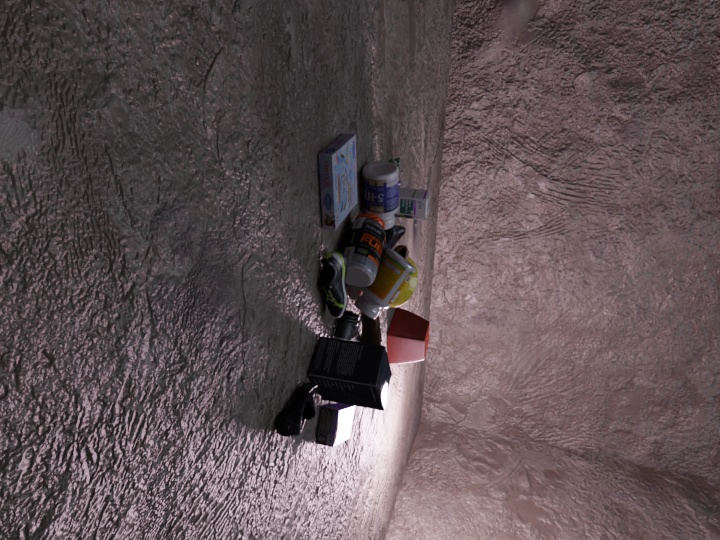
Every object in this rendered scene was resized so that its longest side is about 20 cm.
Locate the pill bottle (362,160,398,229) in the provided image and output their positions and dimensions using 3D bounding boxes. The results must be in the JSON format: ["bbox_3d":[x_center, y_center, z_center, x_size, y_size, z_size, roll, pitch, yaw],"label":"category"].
[{"bbox_3d":[0.067,-0.241,1.738,0.120,0.118,0.202,-63,155,-52],"label":"pill bottle"}]

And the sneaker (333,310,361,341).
[{"bbox_3d":[-0.025,0.182,1.691,0.200,0.070,0.101,28,75,-70],"label":"sneaker"}]

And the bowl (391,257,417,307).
[{"bbox_3d":[0.099,0.024,1.933,0.107,0.198,0.203,22,73,-44],"label":"bowl"}]

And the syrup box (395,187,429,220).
[{"bbox_3d":[0.141,-0.238,1.866,0.082,0.197,0.080,-61,155,-53],"label":"syrup box"}]

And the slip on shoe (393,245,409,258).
[{"bbox_3d":[0.106,0.000,1.839,0.201,0.076,0.061,-54,-177,-9],"label":"slip on shoe"}]

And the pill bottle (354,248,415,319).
[{"bbox_3d":[0.070,0.044,1.627,0.201,0.111,0.111,-54,167,8],"label":"pill bottle"}]

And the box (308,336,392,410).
[{"bbox_3d":[-0.023,0.295,1.512,0.201,0.194,0.125,76,27,-56],"label":"box"}]

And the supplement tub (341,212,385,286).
[{"bbox_3d":[0.006,-0.064,1.590,0.123,0.121,0.202,74,27,-56],"label":"supplement tub"}]

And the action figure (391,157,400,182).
[{"bbox_3d":[0.128,-0.358,2.054,0.119,0.054,0.202,68,28,-57],"label":"action figure"}]

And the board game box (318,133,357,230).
[{"bbox_3d":[-0.056,-0.240,1.421,0.200,0.041,0.203,-58,151,-58],"label":"board game box"}]

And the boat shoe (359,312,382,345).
[{"bbox_3d":[0.036,0.211,1.664,0.071,0.069,0.202,67,21,-49],"label":"boat shoe"}]

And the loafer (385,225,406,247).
[{"bbox_3d":[0.098,-0.098,1.871,0.200,0.062,0.073,130,-51,-59],"label":"loafer"}]

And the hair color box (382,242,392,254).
[{"bbox_3d":[0.056,-0.048,1.764,0.200,0.060,0.102,-118,-150,-72],"label":"hair color box"}]

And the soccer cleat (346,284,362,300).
[{"bbox_3d":[0.000,0.000,1.713,0.078,0.068,0.203,57,40,-74],"label":"soccer cleat"}]

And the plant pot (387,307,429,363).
[{"bbox_3d":[0.235,0.324,2.551,0.201,0.174,0.202,-63,156,-50],"label":"plant pot"}]

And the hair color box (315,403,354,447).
[{"bbox_3d":[-0.076,0.478,1.665,0.200,0.064,0.111,31,68,-72],"label":"hair color box"}]

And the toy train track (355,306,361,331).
[{"bbox_3d":[-0.004,0.144,1.835,0.115,0.032,0.203,3,101,-78],"label":"toy train track"}]

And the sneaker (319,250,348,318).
[{"bbox_3d":[-0.084,0.040,1.451,0.082,0.071,0.203,-22,120,-46],"label":"sneaker"}]

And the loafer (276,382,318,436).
[{"bbox_3d":[-0.142,0.347,1.330,0.201,0.069,0.069,-49,144,-65],"label":"loafer"}]
